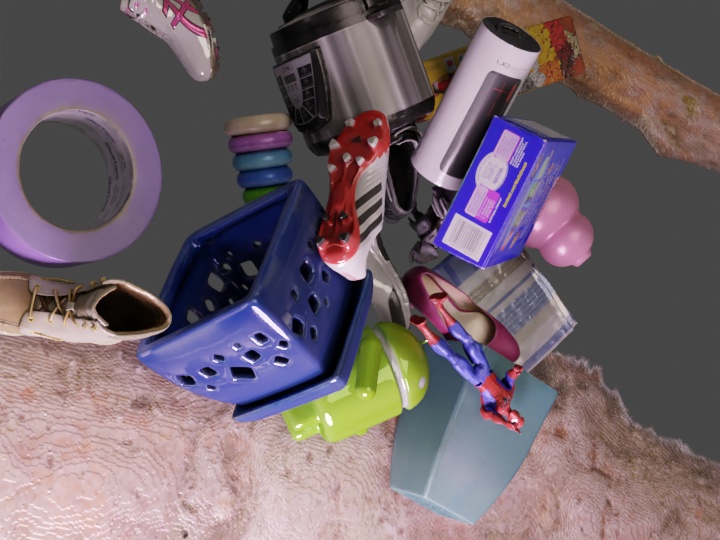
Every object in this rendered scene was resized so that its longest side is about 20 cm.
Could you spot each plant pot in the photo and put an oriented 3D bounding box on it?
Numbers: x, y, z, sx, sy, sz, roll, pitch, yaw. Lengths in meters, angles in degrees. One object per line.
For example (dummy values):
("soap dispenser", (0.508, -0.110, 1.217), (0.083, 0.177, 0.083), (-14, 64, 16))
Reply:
("plant pot", (-0.106, 0.049, 1.454), (0.180, 0.199, 0.201), (45, 40, -28))
("plant pot", (0.129, 0.212, 1.647), (0.141, 0.141, 0.202), (32, 75, -25))

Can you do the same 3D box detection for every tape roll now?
("tape roll", (-0.327, -0.106, 1.416), (0.198, 0.085, 0.203), (3, 83, -32))

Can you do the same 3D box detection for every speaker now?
("speaker", (0.137, -0.200, 1.528), (0.080, 0.082, 0.201), (10, 123, -30))

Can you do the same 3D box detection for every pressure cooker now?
("pressure cooker", (-0.017, -0.257, 1.550), (0.174, 0.179, 0.202), (-19, 99, 8))

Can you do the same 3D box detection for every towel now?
("towel", (0.198, 0.040, 1.752), (0.147, 0.024, 0.201), (-40, 97, -26))

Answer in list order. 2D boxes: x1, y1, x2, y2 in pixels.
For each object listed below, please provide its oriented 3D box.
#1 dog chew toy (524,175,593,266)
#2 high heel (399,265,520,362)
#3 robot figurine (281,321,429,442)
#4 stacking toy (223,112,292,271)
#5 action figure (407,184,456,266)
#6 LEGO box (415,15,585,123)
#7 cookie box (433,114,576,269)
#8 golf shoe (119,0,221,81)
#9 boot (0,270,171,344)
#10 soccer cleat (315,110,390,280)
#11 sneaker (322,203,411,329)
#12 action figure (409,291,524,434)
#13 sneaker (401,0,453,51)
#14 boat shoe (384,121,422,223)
("dog chew toy", (0.236, -0.089, 1.717), (0.124, 0.125, 0.200), (-37, 82, -28))
("high heel", (0.137, 0.059, 1.658), (0.199, 0.096, 0.068), (38, 74, -9))
("robot figurine", (-0.004, 0.135, 1.561), (0.198, 0.176, 0.117), (-22, 67, -12))
("stacking toy", (-0.114, -0.087, 1.554), (0.085, 0.085, 0.203), (-10, 96, -32))
("action figure", (0.106, -0.092, 1.654), (0.069, 0.130, 0.202), (31, 73, -17))
("LEGO box", (0.170, -0.261, 1.668), (0.148, 0.199, 0.078), (-21, 97, -32))
("cookie box", (0.180, -0.097, 1.563), (0.173, 0.075, 0.200), (-64, 164, 13))
("golf shoe", (-0.237, -0.306, 1.499), (0.092, 0.072, 0.202), (-29, 92, -24))
("boot", (-0.316, 0.038, 1.369), (0.198, 0.154, 0.073), (13, 79, -30))
("soccer cleat", (-0.002, -0.086, 1.440), (0.085, 0.068, 0.202), (51, 44, -53))
("sneaker", (0.000, 0.000, 1.628), (0.079, 0.074, 0.202), (-27, 96, -15))
("action figure", (0.151, 0.121, 1.527), (0.065, 0.099, 0.201), (-45, 113, -17))
("sneaker", (0.092, -0.370, 1.695), (0.074, 0.087, 0.202), (33, 71, -27))
("boat shoe", (0.053, -0.164, 1.662), (0.071, 0.071, 0.203), (-1, 85, -31))
